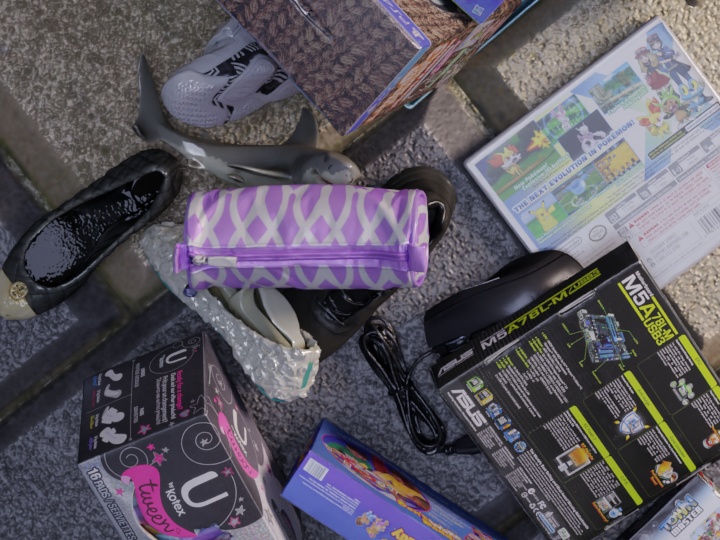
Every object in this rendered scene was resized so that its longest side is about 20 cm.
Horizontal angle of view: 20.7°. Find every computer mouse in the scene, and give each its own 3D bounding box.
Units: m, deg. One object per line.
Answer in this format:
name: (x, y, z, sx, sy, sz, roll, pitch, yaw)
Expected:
computer mouse: (0.106, 0.076, 1.613, 0.200, 0.046, 0.141, -22, 96, 14)

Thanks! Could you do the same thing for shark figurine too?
shark figurine: (-0.082, -0.105, 1.612, 0.214, 0.128, 0.090, 18, 72, 19)

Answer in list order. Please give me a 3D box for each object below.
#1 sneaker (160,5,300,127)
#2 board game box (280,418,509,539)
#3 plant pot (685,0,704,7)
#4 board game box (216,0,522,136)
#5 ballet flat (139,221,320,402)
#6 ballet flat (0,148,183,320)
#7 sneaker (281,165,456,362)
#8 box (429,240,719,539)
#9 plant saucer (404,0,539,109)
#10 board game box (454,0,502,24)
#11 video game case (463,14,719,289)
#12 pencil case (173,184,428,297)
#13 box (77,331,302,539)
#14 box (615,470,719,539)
sneaker: (-0.095, -0.189, 1.548, 0.115, 0.200, 0.075, 54, 141, 14)
board game box: (0.036, 0.204, 1.599, 0.200, 0.134, 0.045, 33, 98, 0)
plant pot: (0.275, -0.309, 1.504, 0.200, 0.200, 0.183, 44, 108, -2)
board game box: (0.005, -0.211, 1.492, 0.159, 0.200, 0.097, 47, 121, 5)
ballet flat: (-0.097, 0.018, 1.592, 0.072, 0.072, 0.200, -46, 70, 8)
ballet flat: (-0.231, -0.032, 1.626, 0.200, 0.057, 0.066, -41, 91, 8)
sneaker: (0.000, 0.000, 1.597, 0.076, 0.091, 0.200, 37, 100, -10)
box: (0.188, 0.107, 1.591, 0.193, 0.048, 0.200, -35, 114, 6)
plant saucer: (0.094, -0.220, 1.601, 0.200, 0.019, 0.070, -40, 92, 7)
board game box: (0.047, -0.287, 1.479, 0.200, 0.134, 0.045, 42, 121, -3)
video game case: (0.217, -0.076, 1.609, 0.200, 0.022, 0.182, -37, 93, 8)
pencil case: (-0.044, -0.024, 1.516, 0.199, 0.086, 0.084, -2, 102, 10)
box: (-0.130, 0.174, 1.575, 0.115, 0.132, 0.200, -23, 118, 7)
box: (0.246, 0.271, 1.642, 0.200, 0.035, 0.110, -45, 92, 8)
